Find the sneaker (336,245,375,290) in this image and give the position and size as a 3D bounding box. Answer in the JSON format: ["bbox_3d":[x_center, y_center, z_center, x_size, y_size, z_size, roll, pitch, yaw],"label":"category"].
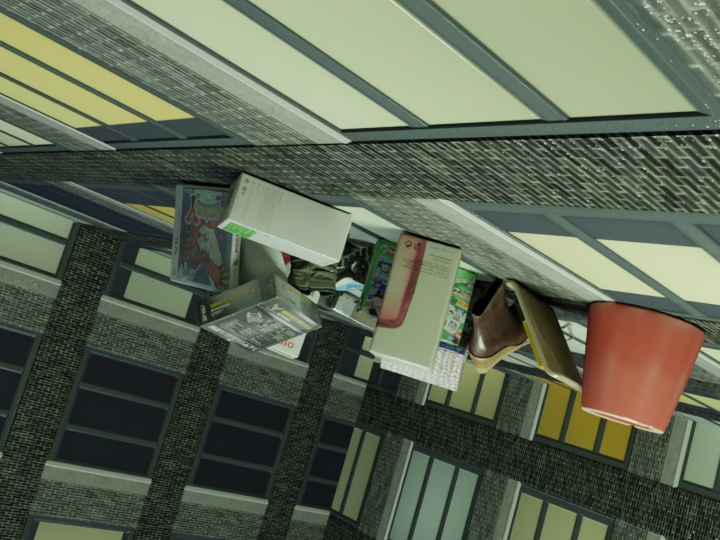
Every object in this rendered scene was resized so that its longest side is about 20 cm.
[{"bbox_3d":[0.000,0.000,1.579,0.195,0.080,0.090,-1,171,17],"label":"sneaker"}]

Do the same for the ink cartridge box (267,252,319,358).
[{"bbox_3d":[-0.166,0.061,1.667,0.142,0.204,0.084,22,169,-11],"label":"ink cartridge box"}]

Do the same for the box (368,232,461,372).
[{"bbox_3d":[0.093,0.057,1.368,0.107,0.204,0.128,15,172,8],"label":"box"}]

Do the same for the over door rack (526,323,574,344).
[{"bbox_3d":[0.328,0.119,1.717,0.196,0.068,0.147,-5,-174,-33],"label":"over door rack"}]

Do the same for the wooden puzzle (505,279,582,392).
[{"bbox_3d":[0.333,0.124,1.462,0.037,0.203,0.184,-33,147,21],"label":"wooden puzzle"}]

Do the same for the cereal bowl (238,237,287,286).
[{"bbox_3d":[-0.214,-0.021,1.518,0.082,0.204,0.199,-23,-170,-23],"label":"cereal bowl"}]

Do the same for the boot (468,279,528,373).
[{"bbox_3d":[0.268,0.081,1.521,0.071,0.200,0.169,24,141,31],"label":"boot"}]

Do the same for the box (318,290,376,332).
[{"bbox_3d":[0.001,0.090,1.742,0.197,0.049,0.158,29,174,-22],"label":"box"}]

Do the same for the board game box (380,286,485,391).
[{"bbox_3d":[0.144,0.112,1.601,0.156,0.201,0.098,16,131,12],"label":"board game box"}]

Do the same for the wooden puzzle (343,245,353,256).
[{"bbox_3d":[-0.095,-0.049,1.667,0.182,0.047,0.199,12,165,38],"label":"wooden puzzle"}]

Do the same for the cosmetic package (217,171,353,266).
[{"bbox_3d":[-0.124,-0.081,1.342,0.196,0.087,0.107,21,169,-15],"label":"cosmetic package"}]

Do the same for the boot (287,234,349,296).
[{"bbox_3d":[-0.120,-0.030,1.507,0.196,0.134,0.068,14,173,27],"label":"boot"}]

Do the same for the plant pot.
[{"bbox_3d":[0.465,0.169,1.387,0.196,0.181,0.201,16,173,2],"label":"plant pot"}]

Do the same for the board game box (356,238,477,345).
[{"bbox_3d":[0.103,0.041,1.477,0.196,0.137,0.029,20,170,-11],"label":"board game box"}]

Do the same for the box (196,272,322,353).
[{"bbox_3d":[-0.179,0.081,1.473,0.156,0.049,0.200,-22,155,14],"label":"box"}]

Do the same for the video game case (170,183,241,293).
[{"bbox_3d":[-0.283,-0.061,1.489,0.023,0.187,0.197,0,-173,-45],"label":"video game case"}]
